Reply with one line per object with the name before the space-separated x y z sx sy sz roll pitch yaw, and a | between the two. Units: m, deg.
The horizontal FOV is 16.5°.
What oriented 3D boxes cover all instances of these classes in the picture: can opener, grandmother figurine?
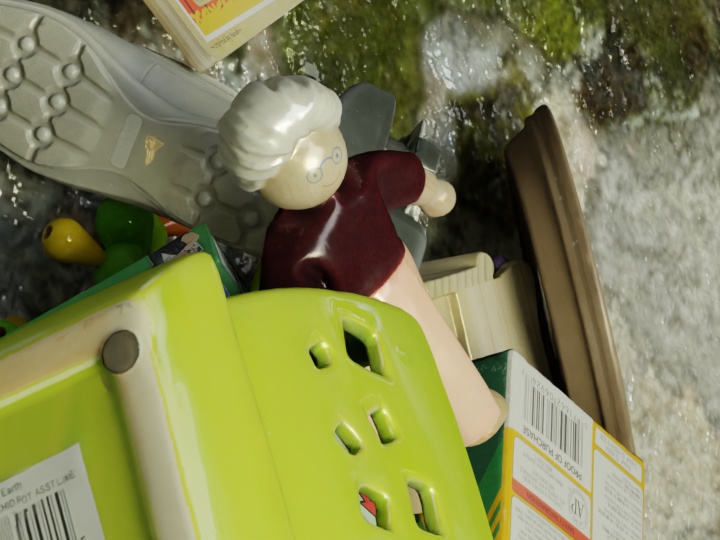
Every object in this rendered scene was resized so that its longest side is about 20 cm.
can opener | -0.003 -0.008 1.154 0.066 0.053 0.200 26 38 -13
grandmother figurine | 0.000 0.000 1.014 0.121 0.060 0.200 -57 134 -33

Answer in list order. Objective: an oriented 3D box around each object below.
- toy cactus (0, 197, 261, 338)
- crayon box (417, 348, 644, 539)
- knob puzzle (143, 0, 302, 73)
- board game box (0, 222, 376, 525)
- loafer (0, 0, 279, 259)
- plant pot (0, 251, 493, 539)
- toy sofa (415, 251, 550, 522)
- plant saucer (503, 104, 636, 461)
toy cactus | -0.084 0.045 1.118 0.200 0.102 0.166 -22 109 -55
crayon box | 0.077 0.154 1.128 0.126 0.051 0.200 40 43 -42
knob puzzle | -0.092 -0.199 1.130 0.220 0.030 0.220 41 29 -29
board game box | -0.076 0.086 1.060 0.200 0.134 0.029 57 4 -39
loafer | -0.096 -0.061 1.079 0.070 0.200 0.070 -62 168 9
plant pot | -0.075 0.115 0.884 0.181 0.200 0.199 30 40 -59
toy sofa | 0.046 0.095 1.234 0.098 0.083 0.201 -18 96 -54
plant saucer | 0.105 0.015 1.271 0.200 0.029 0.201 -13 90 -89
